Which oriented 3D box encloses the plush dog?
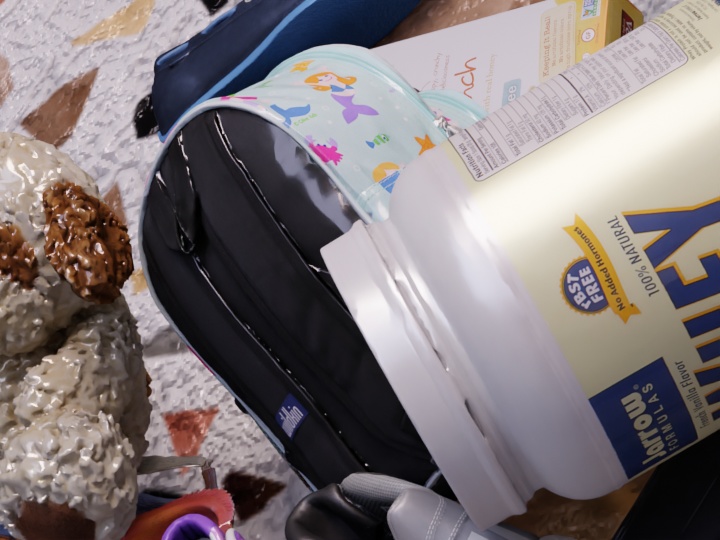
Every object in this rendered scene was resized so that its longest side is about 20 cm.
[{"bbox_3d":[-0.157,0.018,1.068,0.199,0.160,0.173,16,121,34],"label":"plush dog"}]

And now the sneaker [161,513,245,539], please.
[{"bbox_3d":[-0.042,0.142,1.005,0.072,0.115,0.201,-24,15,11],"label":"sneaker"}]

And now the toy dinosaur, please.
[{"bbox_3d":[-0.159,0.135,1.129,0.181,0.200,0.105,-4,60,-9],"label":"toy dinosaur"}]

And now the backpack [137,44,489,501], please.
[{"bbox_3d":[0.000,0.000,1.017,0.200,0.150,0.178,43,139,10],"label":"backpack"}]

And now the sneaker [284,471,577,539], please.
[{"bbox_3d":[0.018,0.135,0.948,0.075,0.115,0.200,-60,-3,-31],"label":"sneaker"}]

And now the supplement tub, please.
[{"bbox_3d":[0.100,-0.005,0.841,0.199,0.145,0.145,-30,48,1],"label":"supplement tub"}]

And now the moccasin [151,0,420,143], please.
[{"bbox_3d":[-0.046,-0.143,1.234,0.200,0.080,0.068,-32,62,22],"label":"moccasin"}]

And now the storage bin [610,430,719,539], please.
[{"bbox_3d":[0.183,0.124,0.890,0.135,0.094,0.200,31,88,45],"label":"storage bin"}]

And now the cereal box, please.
[{"bbox_3d":[0.046,-0.054,1.140,0.199,0.039,0.145,-12,60,35],"label":"cereal box"}]
